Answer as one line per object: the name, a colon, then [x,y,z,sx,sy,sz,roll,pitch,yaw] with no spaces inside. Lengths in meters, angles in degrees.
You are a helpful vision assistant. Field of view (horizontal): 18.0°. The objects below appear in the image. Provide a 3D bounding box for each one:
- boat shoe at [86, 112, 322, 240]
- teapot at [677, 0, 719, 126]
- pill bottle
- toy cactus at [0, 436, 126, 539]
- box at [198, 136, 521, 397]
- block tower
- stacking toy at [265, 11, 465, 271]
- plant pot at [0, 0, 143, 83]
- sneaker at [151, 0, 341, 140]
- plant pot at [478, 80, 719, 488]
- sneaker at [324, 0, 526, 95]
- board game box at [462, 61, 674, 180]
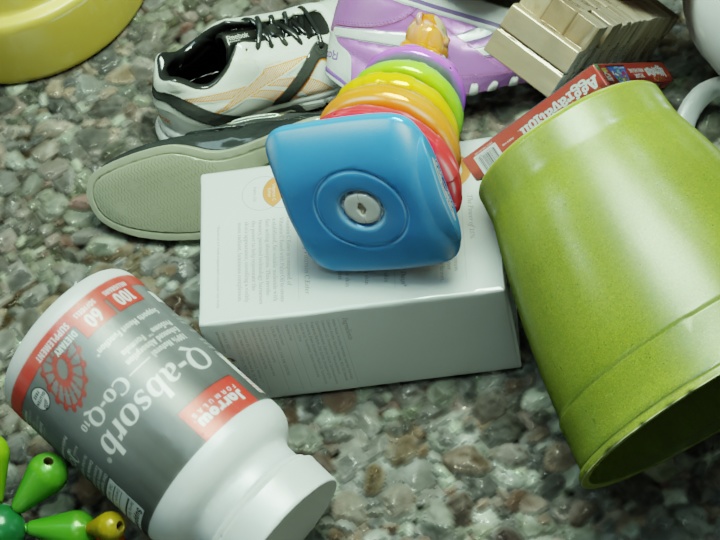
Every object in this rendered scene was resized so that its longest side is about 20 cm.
boat shoe: [-0.093,-0.069,1.595,0.199,0.072,0.068,-12,18,11]
teapot: [0.288,-0.188,1.544,0.199,0.198,0.146,-27,15,-32]
pill bottle: [-0.118,0.102,1.426,0.200,0.116,0.116,40,70,15]
toy cactus: [-0.241,0.181,1.441,0.200,0.102,0.165,40,90,28]
box: [0.000,0.000,1.498,0.199,0.098,0.125,-7,55,7]
block tower: [0.149,-0.156,1.477,0.058,0.200,0.054,39,112,12]
stacking toy: [0.027,-0.100,1.452,0.109,0.116,0.200,-5,37,24]
plant pot: [-0.272,-0.273,1.681,0.200,0.189,0.202,-6,55,8]
sneaker: [-0.059,-0.153,1.626,0.199,0.080,0.074,-29,54,-11]
plant pot: [0.172,-0.003,1.374,0.200,0.200,0.193,-27,74,-8]
sneaker: [0.073,-0.137,1.606,0.199,0.073,0.115,17,95,2]
board game box: [0.138,-0.098,1.471,0.103,0.200,0.019,-35,84,19]
